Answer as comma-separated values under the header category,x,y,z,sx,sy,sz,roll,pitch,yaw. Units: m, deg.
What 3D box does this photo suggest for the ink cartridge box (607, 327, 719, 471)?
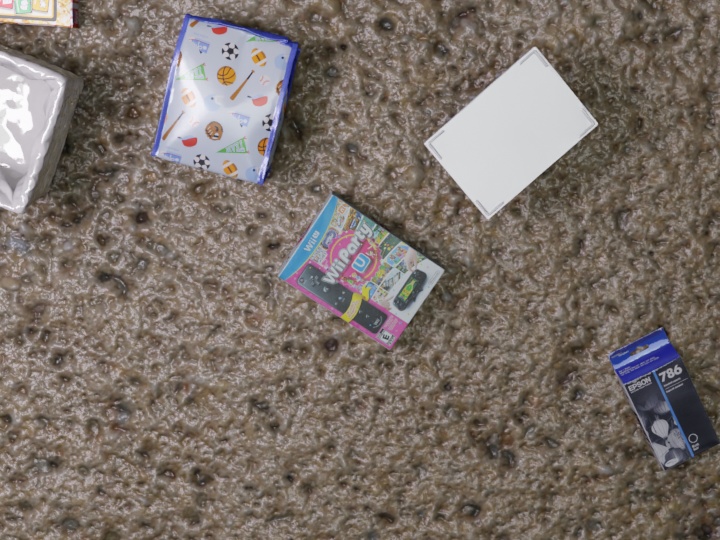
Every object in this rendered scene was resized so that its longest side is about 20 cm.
category,x,y,z,sx,sy,sz,roll,pitch,yaw
ink cartridge box,0.463,0.197,1.757,0.099,0.039,0.201,-28,100,4

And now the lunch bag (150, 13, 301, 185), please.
category,x,y,z,sx,sy,sz,roll,pitch,yaw
lunch bag,-0.185,-0.243,1.607,0.169,0.124,0.201,13,108,-4

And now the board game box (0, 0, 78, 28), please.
category,x,y,z,sx,sy,sz,roll,pitch,yaw
board game box,-0.494,-0.419,1.599,0.199,0.046,0.152,4,100,-3

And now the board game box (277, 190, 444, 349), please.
category,x,y,z,sx,sy,sz,roll,pitch,yaw
board game box,0.000,0.000,1.689,0.200,0.064,0.148,33,97,-7

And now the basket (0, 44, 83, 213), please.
category,x,y,z,sx,sy,sz,roll,pitch,yaw
basket,-0.509,-0.209,1.580,0.199,0.161,0.199,20,99,-7

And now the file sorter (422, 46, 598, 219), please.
category,x,y,z,sx,sy,sz,roll,pitch,yaw
file sorter,0.204,-0.197,1.628,0.200,0.125,0.139,-41,99,5
